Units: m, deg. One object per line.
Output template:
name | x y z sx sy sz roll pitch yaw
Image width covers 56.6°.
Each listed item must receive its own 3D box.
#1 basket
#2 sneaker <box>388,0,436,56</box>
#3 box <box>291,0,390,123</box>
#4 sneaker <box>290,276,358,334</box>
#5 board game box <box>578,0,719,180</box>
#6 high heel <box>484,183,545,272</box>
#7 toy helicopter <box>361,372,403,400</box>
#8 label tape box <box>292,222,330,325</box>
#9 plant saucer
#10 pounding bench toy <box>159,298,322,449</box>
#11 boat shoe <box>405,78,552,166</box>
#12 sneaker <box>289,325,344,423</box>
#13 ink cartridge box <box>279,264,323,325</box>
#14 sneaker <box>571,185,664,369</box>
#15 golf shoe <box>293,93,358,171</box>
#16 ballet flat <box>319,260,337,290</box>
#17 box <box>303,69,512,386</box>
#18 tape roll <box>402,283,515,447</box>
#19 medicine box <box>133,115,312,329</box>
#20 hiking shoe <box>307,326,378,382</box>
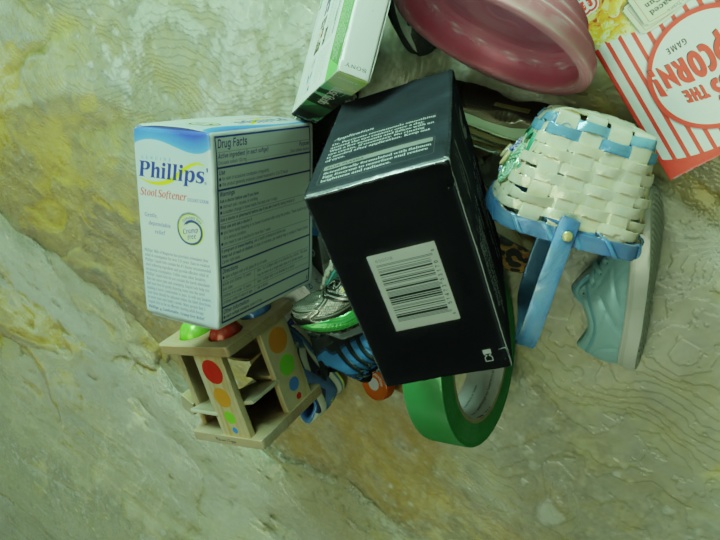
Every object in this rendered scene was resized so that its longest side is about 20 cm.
basket | 0.180 -0.045 0.610 0.138 0.176 0.201 13 107 8
sneaker | 0.037 -0.327 0.703 0.084 0.074 0.201 15 127 57
box | -0.018 -0.238 0.674 0.200 0.036 0.145 -173 97 -74
sneaker | 0.000 0.000 0.776 0.200 0.078 0.085 -33 117 8
board game box | 0.296 -0.204 0.584 0.151 0.046 0.201 -31 91 40
high heel | 0.135 -0.077 0.704 0.142 0.072 0.200 18 151 33
toy helicopter | 0.046 0.062 0.861 0.132 0.079 0.201 -28 81 46
label tape box | -0.093 -0.025 0.920 0.143 0.066 0.201 4 114 33
plant saucer | 0.127 -0.230 0.612 0.200 0.200 0.051 28 94 22
pounding bench toy | -0.181 0.120 0.867 0.199 0.124 0.157 -3 113 37
boat shoe | 0.131 -0.147 0.713 0.199 0.072 0.076 24 134 23
sneaker | -0.107 0.137 0.950 0.200 0.082 0.074 47 149 -21
ink cartridge box | -0.140 -0.024 0.884 0.200 0.044 0.094 49 127 8
sneaker | 0.258 0.008 0.689 0.082 0.074 0.201 11 115 28
golf shoe | -0.072 -0.164 0.835 0.088 0.077 0.201 50 119 44
ballet flat | 0.021 -0.043 0.824 0.072 0.072 0.200 46 117 8
box | 0.053 -0.041 0.594 0.117 0.200 0.197 -13 121 17
tape roll | 0.114 0.091 0.741 0.048 0.200 0.201 3 112 33
medicine box | -0.141 -0.063 0.737 0.102 0.182 0.201 9 108 26
hiking shoe | 0.018 0.093 0.816 0.199 0.074 0.087 -2 103 45
